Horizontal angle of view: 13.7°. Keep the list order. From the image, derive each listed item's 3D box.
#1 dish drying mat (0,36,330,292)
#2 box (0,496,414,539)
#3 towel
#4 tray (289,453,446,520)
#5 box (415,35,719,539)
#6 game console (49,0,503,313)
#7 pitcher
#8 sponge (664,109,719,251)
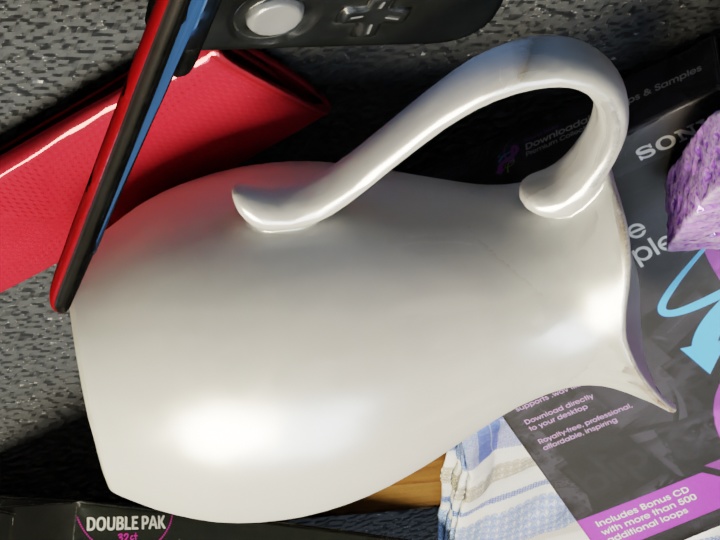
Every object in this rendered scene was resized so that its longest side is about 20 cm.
[{"bbox_3d":[-0.111,-0.025,1.045,0.199,0.018,0.077,-28,153,22],"label":"dish drying mat"},{"bbox_3d":[-0.080,0.176,1.256,0.199,0.150,0.124,10,172,-40],"label":"box"},{"bbox_3d":[0.103,0.088,1.276,0.146,0.024,0.200,-12,152,-7],"label":"towel"},{"bbox_3d":[0.068,0.064,1.279,0.199,0.037,0.099,-2,150,-21],"label":"tray"},{"bbox_3d":[0.113,0.018,1.134,0.142,0.036,0.200,-25,125,17],"label":"box"},{"bbox_3d":[-0.001,-0.086,0.876,0.171,0.119,0.200,-3,151,-21],"label":"game console"},{"bbox_3d":[0.000,0.000,1.018,0.199,0.122,0.172,-12,135,-1],"label":"pitcher"},{"bbox_3d":[0.209,-0.035,1.020,0.198,0.030,0.112,-2,168,-5],"label":"sponge"}]
